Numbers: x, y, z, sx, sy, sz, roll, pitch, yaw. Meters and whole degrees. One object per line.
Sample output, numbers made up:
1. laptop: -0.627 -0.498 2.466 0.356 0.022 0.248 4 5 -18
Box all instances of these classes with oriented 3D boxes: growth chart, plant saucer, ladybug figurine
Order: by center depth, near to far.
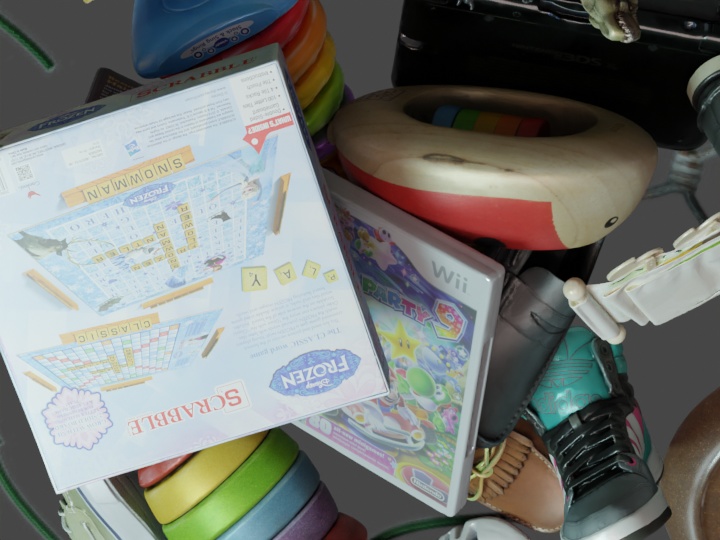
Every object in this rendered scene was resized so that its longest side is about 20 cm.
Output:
1. ladybug figurine: 0.074 -0.059 1.403 0.199 0.136 0.072 11 113 23
2. growth chart: 0.216 -0.012 1.439 0.199 0.145 0.018 -26 68 1
3. plant saucer: 0.297 0.152 1.586 0.199 0.035 0.202 2 118 4

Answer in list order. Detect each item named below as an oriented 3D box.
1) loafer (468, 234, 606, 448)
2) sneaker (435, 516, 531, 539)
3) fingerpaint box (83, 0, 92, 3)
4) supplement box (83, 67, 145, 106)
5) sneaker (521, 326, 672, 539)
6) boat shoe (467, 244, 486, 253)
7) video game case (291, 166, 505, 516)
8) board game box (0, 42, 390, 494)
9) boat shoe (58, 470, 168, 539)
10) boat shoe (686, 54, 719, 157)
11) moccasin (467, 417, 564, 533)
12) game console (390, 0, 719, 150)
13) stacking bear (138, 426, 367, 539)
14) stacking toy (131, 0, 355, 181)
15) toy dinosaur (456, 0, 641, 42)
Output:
1. loafer: 0.104 0.012 1.461 0.068 0.070 0.202 24 84 -38
2. sneaker: 0.030 0.235 1.610 0.199 0.089 0.081 -26 119 35
3. fingerpaint box: -0.104 -0.272 1.382 0.199 0.073 0.168 -22 112 16
4. supplement box: -0.133 -0.030 1.438 0.110 0.200 0.086 22 116 -7
5. sneaker: 0.139 0.099 1.492 0.083 0.200 0.121 -27 97 10
6. boat shoe: -0.001 -0.002 1.501 0.199 0.063 0.074 -15 81 11
7. video game case: 0.012 0.043 1.435 0.143 0.018 0.201 29 137 23
8. board game box: -0.106 0.001 1.317 0.199 0.041 0.201 -16 109 6
9. boat shoe: -0.169 0.164 1.617 0.062 0.072 0.201 -24 115 14
10. boat shoe: 0.293 -0.101 1.409 0.200 0.063 0.074 -11 148 -12
11. moccasin: 0.062 0.104 1.558 0.074 0.078 0.201 -39 107 22
12. game console: 0.129 -0.178 1.439 0.198 0.117 0.176 11 148 1
13. stacking bear: -0.098 0.132 1.574 0.200 0.114 0.121 49 131 -7
14. stacking toy: -0.045 -0.104 1.461 0.115 0.110 0.200 -24 127 14
15. toy dinosaur: 0.082 -0.203 1.364 0.088 0.047 0.201 -25 84 -20
